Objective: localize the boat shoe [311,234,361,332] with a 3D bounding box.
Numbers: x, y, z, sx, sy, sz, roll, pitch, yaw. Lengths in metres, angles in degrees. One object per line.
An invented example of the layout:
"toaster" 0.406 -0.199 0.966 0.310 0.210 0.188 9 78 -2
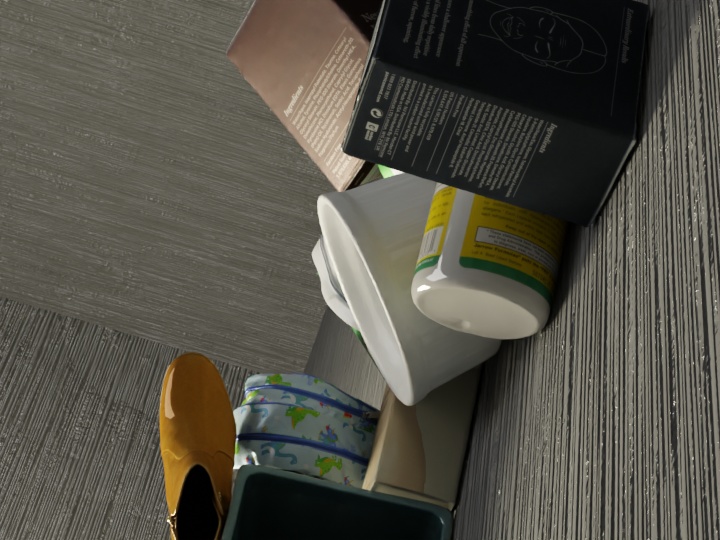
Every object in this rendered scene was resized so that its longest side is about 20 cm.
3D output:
"boat shoe" 0.000 0.000 1.718 0.065 0.073 0.200 -61 30 18

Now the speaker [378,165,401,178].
"speaker" 0.105 -0.141 1.577 0.200 0.088 0.089 -35 29 37

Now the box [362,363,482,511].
"box" 0.060 0.136 1.615 0.095 0.078 0.200 111 174 -57

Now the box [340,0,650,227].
"box" 0.103 -0.144 1.300 0.107 0.199 0.149 110 176 -50

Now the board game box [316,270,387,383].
"board game box" 0.026 0.032 1.783 0.200 0.023 0.105 57 132 36

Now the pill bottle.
"pill bottle" 0.115 -0.056 1.396 0.113 0.112 0.201 117 168 -68

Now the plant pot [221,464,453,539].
"plant pot" -0.041 0.325 1.527 0.196 0.196 0.200 -78 1 -47

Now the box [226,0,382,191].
"box" 0.008 -0.217 1.730 0.166 0.200 0.164 -26 -20 -42

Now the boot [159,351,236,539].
"boot" -0.143 0.168 1.541 0.144 0.071 0.202 122 144 -81

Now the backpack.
"backpack" -0.047 0.177 1.681 0.200 0.163 0.154 8 -94 -54

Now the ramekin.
"ramekin" 0.045 0.009 1.520 0.200 0.097 0.201 157 90 -81
